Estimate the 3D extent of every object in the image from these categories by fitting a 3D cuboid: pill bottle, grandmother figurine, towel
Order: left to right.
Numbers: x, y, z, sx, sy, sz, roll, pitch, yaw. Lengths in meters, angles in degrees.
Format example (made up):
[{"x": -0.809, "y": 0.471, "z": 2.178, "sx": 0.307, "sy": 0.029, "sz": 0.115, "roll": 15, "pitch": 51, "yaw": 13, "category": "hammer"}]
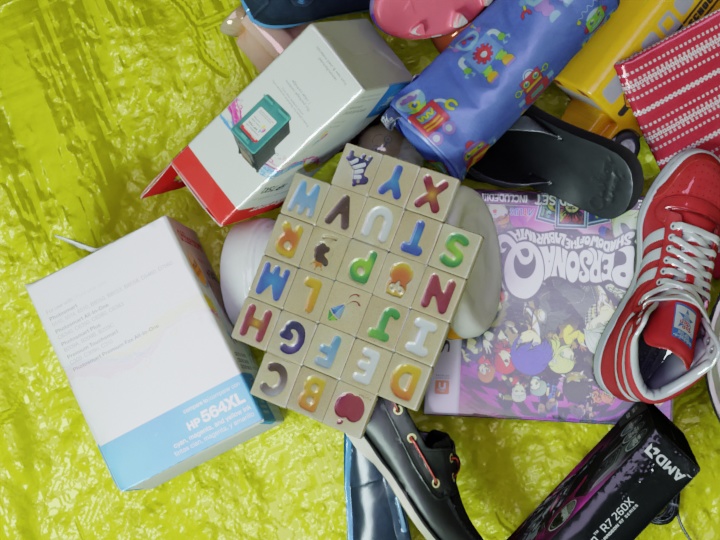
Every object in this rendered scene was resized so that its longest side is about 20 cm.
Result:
[{"x": -0.027, "y": -0.141, "z": 1.480, "sx": 0.121, "sy": 0.061, "sz": 0.200, "roll": -45, "pitch": 80, "yaw": 8, "category": "grandmother figurine"}, {"x": 0.000, "y": 0.000, "z": 1.414, "sx": 0.198, "sy": 0.116, "sz": 0.118, "roll": -4, "pitch": 84, "yaw": 25, "category": "pill bottle"}, {"x": 0.297, "y": -0.106, "z": 1.423, "sx": 0.144, "sy": 0.023, "sz": 0.201, "roll": -28, "pitch": 109, "yaw": 1, "category": "towel"}]

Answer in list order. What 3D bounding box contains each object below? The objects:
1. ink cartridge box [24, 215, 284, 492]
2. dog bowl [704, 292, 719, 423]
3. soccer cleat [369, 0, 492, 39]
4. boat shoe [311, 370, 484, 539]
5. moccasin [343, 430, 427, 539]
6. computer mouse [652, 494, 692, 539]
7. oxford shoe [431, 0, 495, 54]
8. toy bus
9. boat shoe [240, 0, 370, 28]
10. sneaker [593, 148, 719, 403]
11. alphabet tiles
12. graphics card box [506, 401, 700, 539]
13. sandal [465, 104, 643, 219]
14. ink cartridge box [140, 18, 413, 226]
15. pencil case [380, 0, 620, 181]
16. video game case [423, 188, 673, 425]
[{"x": -0.163, "y": 0.055, "z": 1.436, "sx": 0.124, "sy": 0.129, "sz": 0.201, "roll": -26, "pitch": 84, "yaw": 2, "category": "ink cartridge box"}, {"x": 0.361, "y": 0.071, "z": 1.416, "sx": 0.198, "sy": 0.074, "sz": 0.202, "roll": 0, "pitch": 85, "yaw": 5, "category": "dog bowl"}, {"x": 0.080, "y": -0.240, "z": 1.442, "sx": 0.199, "sy": 0.076, "sz": 0.067, "roll": -34, "pitch": 118, "yaw": -22, "category": "soccer cleat"}, {"x": 0.045, "y": 0.147, "z": 1.371, "sx": 0.063, "sy": 0.074, "sz": 0.202, "roll": -36, "pitch": 97, "yaw": -1, "category": "boat shoe"}, {"x": 0.021, "y": 0.160, "z": 1.445, "sx": 0.067, "sy": 0.080, "sz": 0.202, "roll": -2, "pitch": 98, "yaw": 0, "category": "moccasin"}, {"x": 0.266, "y": 0.219, "z": 1.430, "sx": 0.058, "sy": 0.034, "sz": 0.201, "roll": -31, "pitch": 82, "yaw": 2, "category": "computer mouse"}, {"x": 0.156, "y": -0.208, "z": 1.475, "sx": 0.199, "sy": 0.071, "sz": 0.073, "roll": -29, "pitch": 109, "yaw": 1, "category": "oxford shoe"}, {"x": 0.219, "y": -0.171, "z": 1.440, "sx": 0.078, "sy": 0.065, "sz": 0.200, "roll": 39, "pitch": 88, "yaw": -35, "category": "toy bus"}, {"x": 0.003, "y": -0.242, "z": 1.457, "sx": 0.199, "sy": 0.069, "sz": 0.085, "roll": -28, "pitch": 78, "yaw": -19, "category": "boat shoe"}, {"x": 0.238, "y": 0.007, "z": 1.369, "sx": 0.071, "sy": 0.112, "sz": 0.202, "roll": 19, "pitch": 92, "yaw": -8, "category": "sneaker"}, {"x": -0.005, "y": 0.013, "z": 1.344, "sx": 0.165, "sy": 0.006, "sz": 0.202, "roll": 20, "pitch": 87, "yaw": 28, "category": "alphabet tiles"}, {"x": 0.166, "y": 0.191, "z": 1.378, "sx": 0.051, "sy": 0.125, "sz": 0.200, "roll": 43, "pitch": 99, "yaw": -1, "category": "graphics card box"}, {"x": 0.124, "y": -0.093, "z": 1.424, "sx": 0.199, "sy": 0.043, "sz": 0.077, "roll": 18, "pitch": 119, "yaw": 35, "category": "sandal"}, {"x": -0.064, "y": -0.102, "z": 1.409, "sx": 0.200, "sy": 0.116, "sz": 0.067, "roll": -42, "pitch": 83, "yaw": 23, "category": "ink cartridge box"}, {"x": 0.105, "y": -0.160, "z": 1.390, "sx": 0.200, "sy": 0.078, "sz": 0.087, "roll": -47, "pitch": 58, "yaw": -3, "category": "pencil case"}, {"x": 0.152, "y": 0.029, "z": 1.457, "sx": 0.198, "sy": 0.036, "sz": 0.183, "roll": 3, "pitch": 86, "yaw": 5, "category": "video game case"}]
